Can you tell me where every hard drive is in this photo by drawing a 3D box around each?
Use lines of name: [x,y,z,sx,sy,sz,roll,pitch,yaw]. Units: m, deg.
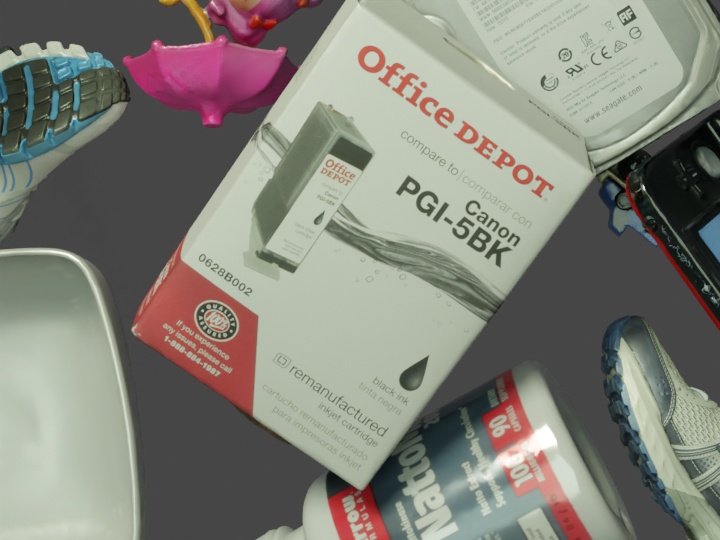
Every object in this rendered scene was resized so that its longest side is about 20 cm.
hard drive: [0.091,-0.146,0.857,0.139,0.038,0.201,-30,103,16]

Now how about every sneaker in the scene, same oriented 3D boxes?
sneaker: [0.197,0.106,0.905,0.085,0.077,0.201,-29,95,-1]
sneaker: [-0.207,-0.058,0.952,0.198,0.087,0.076,-22,50,18]

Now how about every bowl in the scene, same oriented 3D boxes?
bowl: [-0.216,0.092,0.962,0.197,0.075,0.203,-8,90,10]

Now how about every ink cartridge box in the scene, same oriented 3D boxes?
ink cartridge box: [0.002,-0.018,0.839,0.146,0.083,0.201,34,105,-6]

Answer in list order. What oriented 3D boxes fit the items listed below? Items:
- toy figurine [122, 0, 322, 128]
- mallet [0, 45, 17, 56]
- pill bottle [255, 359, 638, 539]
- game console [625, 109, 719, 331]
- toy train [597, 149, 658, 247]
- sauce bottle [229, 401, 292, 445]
toy figurine: [-0.088,-0.177,0.924,0.199,0.150,0.185,-37,101,-16]
mallet: [-0.291,-0.081,0.991,0.198,0.066,0.042,-24,87,-6]
pill bottle: [0.036,0.145,0.899,0.199,0.120,0.120,-30,87,9]
game console: [0.258,-0.015,0.863,0.118,0.172,0.201,-39,85,35]
toy train: [0.104,-0.076,0.924,0.199,0.034,0.046,38,101,6]
sauce bottle: [0.000,0.000,0.929,0.066,0.066,0.201,32,97,6]
